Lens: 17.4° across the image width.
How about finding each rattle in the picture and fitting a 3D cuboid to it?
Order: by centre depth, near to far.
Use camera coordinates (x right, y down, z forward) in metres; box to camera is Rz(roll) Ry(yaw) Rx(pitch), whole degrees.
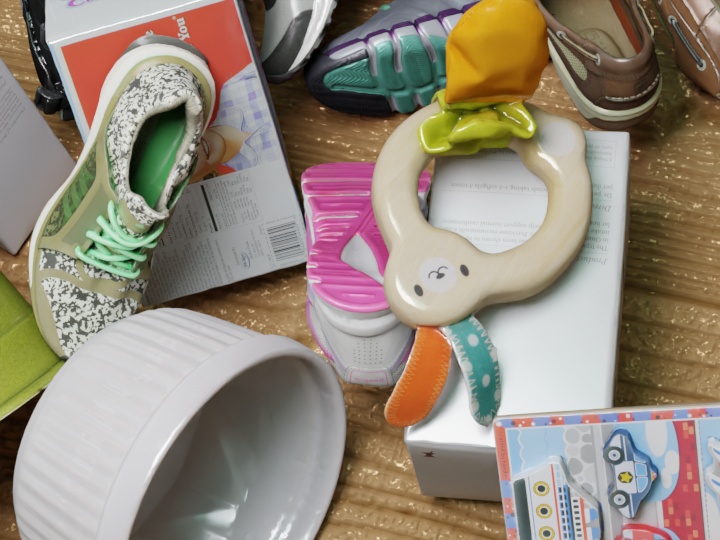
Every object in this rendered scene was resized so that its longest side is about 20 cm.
[{"bbox_3d":[0.065,-0.025,1.276,0.130,0.143,0.200,29,65,-10],"label":"rattle"}]

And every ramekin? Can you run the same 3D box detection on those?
[{"bbox_3d":[-0.109,0.116,1.370,0.105,0.200,0.200,26,77,30],"label":"ramekin"}]

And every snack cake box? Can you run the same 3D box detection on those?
[{"bbox_3d":[-0.109,-0.086,1.434,0.115,0.200,0.067,-15,35,1],"label":"snack cake box"}]

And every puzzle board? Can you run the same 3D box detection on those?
[{"bbox_3d":[0.159,0.170,1.308,0.151,0.017,0.200,-4,109,11],"label":"puzzle board"}]

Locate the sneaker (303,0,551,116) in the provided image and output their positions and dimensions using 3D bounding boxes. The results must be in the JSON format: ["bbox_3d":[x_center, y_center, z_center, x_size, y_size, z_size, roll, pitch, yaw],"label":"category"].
[{"bbox_3d":[0.055,-0.163,1.510,0.200,0.074,0.088,-15,56,-4],"label":"sneaker"}]

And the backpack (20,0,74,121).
[{"bbox_3d":[-0.161,-0.220,1.520,0.151,0.178,0.200,-14,64,-15],"label":"backpack"}]

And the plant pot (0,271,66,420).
[{"bbox_3d":[-0.304,0.023,1.407,0.200,0.200,0.193,-30,97,1],"label":"plant pot"}]

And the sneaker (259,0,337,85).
[{"bbox_3d":[-0.049,-0.216,1.478,0.079,0.074,0.200,6,87,-15],"label":"sneaker"}]

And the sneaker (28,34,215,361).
[{"bbox_3d":[-0.137,-0.034,1.348,0.077,0.089,0.200,16,104,-16],"label":"sneaker"}]

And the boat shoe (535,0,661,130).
[{"bbox_3d":[0.123,-0.182,1.427,0.075,0.075,0.202,-29,63,-12],"label":"boat shoe"}]

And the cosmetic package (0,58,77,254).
[{"bbox_3d":[-0.269,-0.099,1.485,0.113,0.200,0.081,29,78,19],"label":"cosmetic package"}]

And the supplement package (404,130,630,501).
[{"bbox_3d":[0.096,0.028,1.387,0.117,0.117,0.200,5,70,7],"label":"supplement package"}]

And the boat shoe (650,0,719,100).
[{"bbox_3d":[0.234,-0.140,1.455,0.072,0.068,0.200,-19,79,-36],"label":"boat shoe"}]

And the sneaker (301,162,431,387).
[{"bbox_3d":[0.000,0.000,1.426,0.081,0.088,0.200,4,31,4],"label":"sneaker"}]
